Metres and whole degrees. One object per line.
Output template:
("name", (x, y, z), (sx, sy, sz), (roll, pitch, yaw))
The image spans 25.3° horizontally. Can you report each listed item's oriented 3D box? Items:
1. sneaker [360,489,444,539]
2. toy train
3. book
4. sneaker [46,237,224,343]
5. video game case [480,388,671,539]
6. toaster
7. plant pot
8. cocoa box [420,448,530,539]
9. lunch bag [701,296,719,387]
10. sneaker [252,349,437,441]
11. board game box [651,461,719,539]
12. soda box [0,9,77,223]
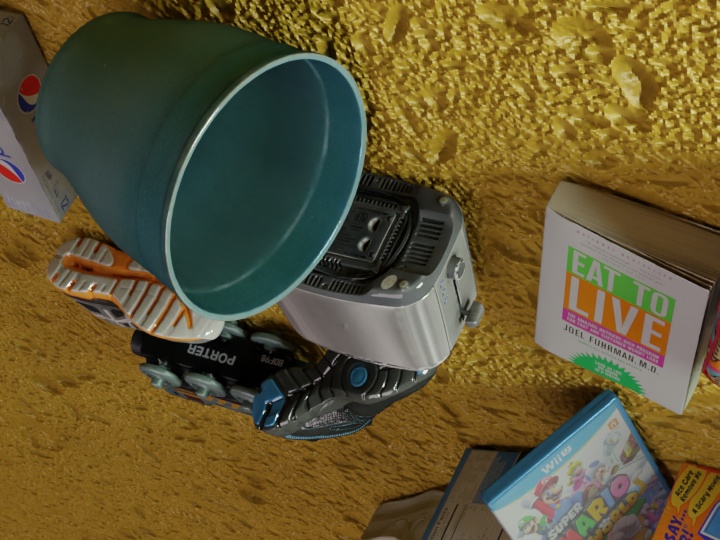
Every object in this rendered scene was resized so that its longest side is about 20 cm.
("sneaker", (0.078, 0.287, 1.710), (0.084, 0.075, 0.200), (39, 161, -14))
("toy train", (-0.131, 0.100, 1.595), (0.198, 0.086, 0.114), (13, 161, 24))
("book", (0.198, 0.021, 1.199), (0.133, 0.048, 0.201), (25, 154, 18))
("sneaker", (-0.209, 0.026, 1.555), (0.199, 0.079, 0.077), (22, 159, 29))
("video game case", (0.201, 0.210, 1.404), (0.201, 0.143, 0.018), (55, 175, -38))
("toaster", (0.000, 0.000, 1.269), (0.198, 0.114, 0.130), (12, 150, 26))
("plant pot", (-0.129, -0.094, 1.170), (0.187, 0.200, 0.201), (29, 156, 33))
("cocoa box", (0.171, 0.282, 1.543), (0.130, 0.134, 0.200), (-2, 139, 46))
("lunch bag", (0.324, 0.036, 1.057), (0.175, 0.082, 0.201), (21, 150, 14))
("sneaker", (-0.004, 0.105, 1.472), (0.199, 0.074, 0.082), (-21, 148, 32))
("board game box", (0.347, 0.322, 1.374), (0.198, 0.201, 0.201), (14, 149, 28))
("soda box", (-0.296, -0.133, 1.375), (0.063, 0.069, 0.201), (15, 149, 22))
